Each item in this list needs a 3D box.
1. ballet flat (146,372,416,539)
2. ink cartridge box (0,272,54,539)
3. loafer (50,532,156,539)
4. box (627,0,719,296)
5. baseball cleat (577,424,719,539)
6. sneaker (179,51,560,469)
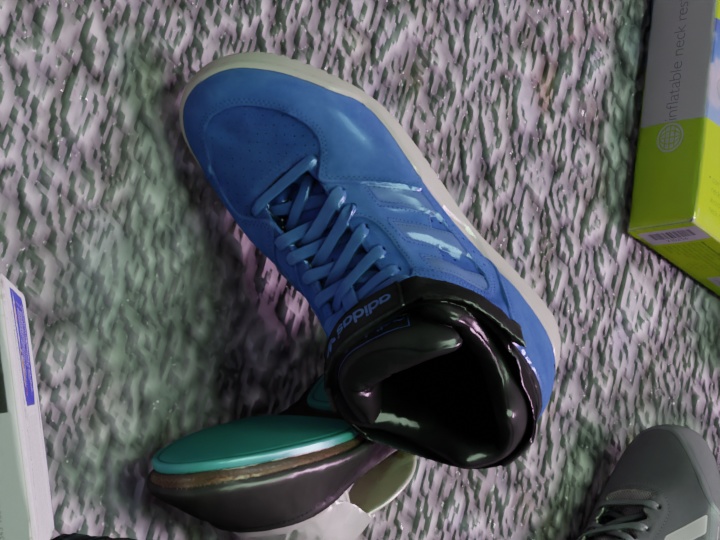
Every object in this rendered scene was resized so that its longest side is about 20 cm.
[{"bbox_3d":[-0.014,0.081,1.194,0.200,0.068,0.068,-27,113,-52],"label":"ballet flat"},{"bbox_3d":[-0.129,0.052,1.001,0.200,0.037,0.095,141,-59,-87],"label":"ink cartridge box"},{"bbox_3d":[-0.058,0.186,1.103,0.200,0.072,0.073,60,40,-27],"label":"loafer"},{"bbox_3d":[0.199,-0.093,1.530,0.122,0.048,0.200,32,59,-47],"label":"box"},{"bbox_3d":[0.119,0.147,1.353,0.106,0.070,0.200,43,50,-41],"label":"baseball cleat"},{"bbox_3d":[0.001,-0.001,1.161,0.200,0.077,0.111,46,21,-12],"label":"sneaker"}]
